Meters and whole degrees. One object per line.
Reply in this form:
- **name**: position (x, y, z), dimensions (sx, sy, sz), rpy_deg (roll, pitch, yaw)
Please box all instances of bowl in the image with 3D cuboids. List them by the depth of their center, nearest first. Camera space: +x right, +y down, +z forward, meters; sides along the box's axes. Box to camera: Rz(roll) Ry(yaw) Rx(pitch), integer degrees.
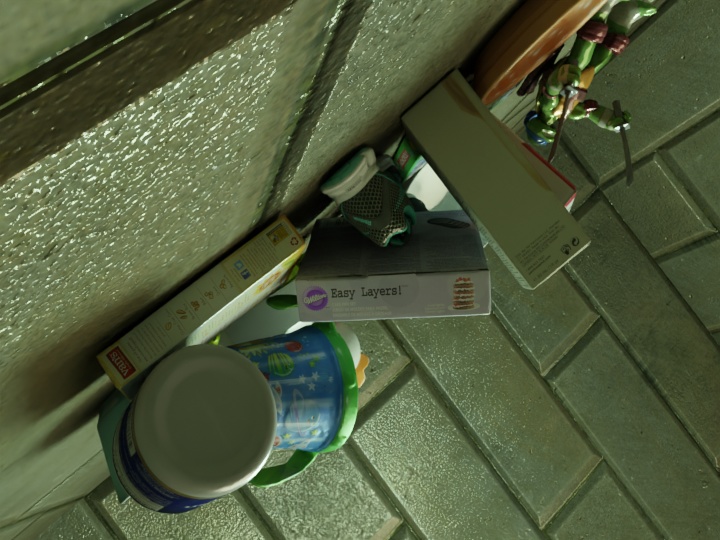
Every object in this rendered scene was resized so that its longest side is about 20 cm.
- **bowl**: position (-0.239, 0.172, 0.870), dimensions (0.199, 0.106, 0.201), rpy_deg (-39, 179, -1)
- **bowl**: position (0.112, -0.106, 1.016), dimensions (0.196, 0.091, 0.206), rpy_deg (-17, 129, -23)

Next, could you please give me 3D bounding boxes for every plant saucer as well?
- **plant saucer**: position (0.180, -0.240, 0.692), dimensions (0.199, 0.038, 0.200), rpy_deg (-41, 178, -2)

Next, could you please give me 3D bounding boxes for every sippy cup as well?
- **sippy cup**: position (-0.090, 0.127, 0.749), dimensions (0.128, 0.183, 0.139), rpy_deg (2, 159, -37)

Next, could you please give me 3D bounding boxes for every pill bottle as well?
- **pill bottle**: position (-0.154, 0.147, 0.626), dimensions (0.115, 0.117, 0.200), rpy_deg (-37, 178, -34)

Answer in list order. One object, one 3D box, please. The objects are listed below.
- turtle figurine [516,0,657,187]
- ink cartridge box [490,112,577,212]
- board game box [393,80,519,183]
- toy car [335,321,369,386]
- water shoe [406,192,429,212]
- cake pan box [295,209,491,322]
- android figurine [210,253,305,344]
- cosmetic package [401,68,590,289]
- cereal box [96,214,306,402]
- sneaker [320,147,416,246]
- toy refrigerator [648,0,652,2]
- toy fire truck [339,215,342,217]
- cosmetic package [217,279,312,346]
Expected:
- **turtle figurine**: position (0.281, -0.216, 0.828), dimensions (0.201, 0.140, 0.198), rpy_deg (-104, -145, -64)
- **ink cartridge box**: position (0.171, -0.097, 0.845), dimensions (0.084, 0.145, 0.200), rpy_deg (-49, 168, 7)
- **board game box**: position (0.124, -0.189, 0.855), dimensions (0.199, 0.029, 0.135), rpy_deg (-40, 177, -8)
- **toy car**: position (-0.076, 0.122, 1.134), dimensions (0.176, 0.201, 0.184), rpy_deg (-39, -173, 5)
- **water shoe**: position (0.079, -0.005, 0.943), dimensions (0.071, 0.079, 0.203), rpy_deg (-34, 133, -14)
- **cake pan box**: position (0.031, -0.010, 0.745), dimensions (0.193, 0.054, 0.185), rpy_deg (-3, -160, 3)
- **android figurine**: position (-0.131, 0.038, 0.926), dimensions (0.181, 0.041, 0.200), rpy_deg (-40, 180, -14)
- **cosmetic package**: position (0.127, -0.084, 0.693), dimensions (0.071, 0.202, 0.105), rpy_deg (-37, 177, 6)
- **cereal box**: position (-0.144, 0.039, 0.659), dimensions (0.199, 0.040, 0.144), rpy_deg (-39, 177, -21)
- **sneaker**: position (0.019, -0.063, 0.725), dimensions (0.077, 0.092, 0.200), rpy_deg (-38, 179, 14)
- **toy refrigerator**: position (0.321, -0.337, 0.705), dimensions (0.075, 0.070, 0.200), rpy_deg (-39, 179, 11)
- **toy fire truck**: position (0.000, 0.000, 0.978), dimensions (0.048, 0.200, 0.143), rpy_deg (-32, 145, -20)
- **cosmetic package**: position (-0.082, 0.055, 0.871), dimensions (0.198, 0.051, 0.083), rpy_deg (-34, 163, -32)
